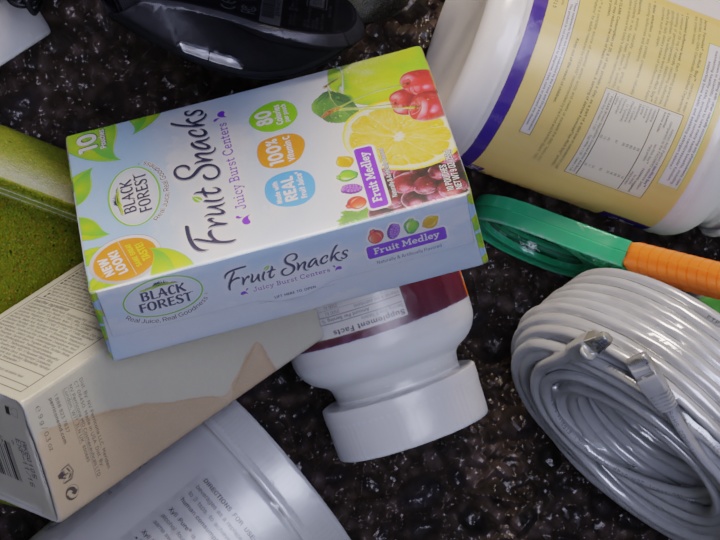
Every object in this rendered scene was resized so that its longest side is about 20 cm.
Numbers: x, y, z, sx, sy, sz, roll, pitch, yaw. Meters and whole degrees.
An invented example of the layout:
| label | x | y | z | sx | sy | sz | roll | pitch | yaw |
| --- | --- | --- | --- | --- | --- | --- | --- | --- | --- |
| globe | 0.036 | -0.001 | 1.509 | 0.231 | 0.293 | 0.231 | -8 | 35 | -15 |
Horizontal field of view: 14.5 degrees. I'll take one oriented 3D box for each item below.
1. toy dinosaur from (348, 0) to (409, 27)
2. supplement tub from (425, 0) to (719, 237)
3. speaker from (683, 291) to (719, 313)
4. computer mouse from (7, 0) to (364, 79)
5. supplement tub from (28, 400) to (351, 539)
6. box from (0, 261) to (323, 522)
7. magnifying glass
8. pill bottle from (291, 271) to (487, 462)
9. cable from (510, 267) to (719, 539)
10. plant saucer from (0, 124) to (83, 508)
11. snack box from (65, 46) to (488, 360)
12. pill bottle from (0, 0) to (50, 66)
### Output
| label | x | y | z | sx | sy | sz | roll | pitch | yaw |
| --- | --- | --- | --- | --- | --- | --- | --- | --- | --- |
| toy dinosaur | -0.002 | -0.161 | 1.595 | 0.077 | 0.200 | 0.102 | 59 | 42 | -17 |
| supplement tub | 0.146 | -0.105 | 1.619 | 0.200 | 0.145 | 0.146 | 19 | 86 | -11 |
| speaker | 0.237 | 0.036 | 1.606 | 0.088 | 0.200 | 0.089 | 3 | 80 | -17 |
| computer mouse | -0.100 | -0.152 | 1.551 | 0.200 | 0.140 | 0.046 | 9 | 119 | -9 |
| supplement tub | -0.116 | 0.176 | 1.572 | 0.200 | 0.132 | 0.132 | -39 | 98 | -9 |
| box | -0.124 | 0.043 | 1.516 | 0.200 | 0.095 | 0.078 | -33 | 123 | -32 |
| magnifying glass | 0.140 | -0.008 | 1.600 | 0.080 | 0.200 | 0.022 | 34 | 75 | -43 |
| pill bottle | 0.000 | 0.000 | 1.606 | 0.109 | 0.110 | 0.200 | -19 | 94 | -11 |
| cable | 0.173 | 0.084 | 1.601 | 0.200 | 0.200 | 0.069 | 46 | 71 | -19 |
| plant saucer | -0.191 | 0.027 | 1.546 | 0.200 | 0.048 | 0.200 | 21 | 85 | -45 |
| snack box | -0.046 | -0.038 | 1.476 | 0.200 | 0.142 | 0.053 | -15 | 127 | -1 |
| pill bottle | -0.263 | -0.189 | 1.548 | 0.113 | 0.113 | 0.200 | -35 | 97 | -10 |
